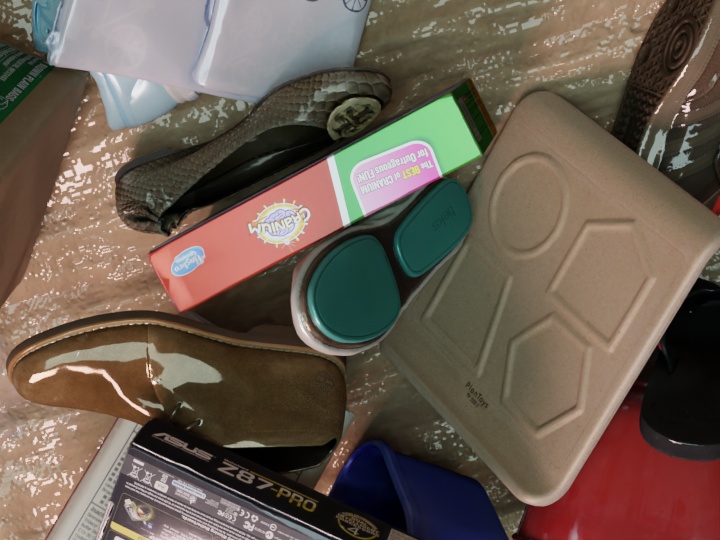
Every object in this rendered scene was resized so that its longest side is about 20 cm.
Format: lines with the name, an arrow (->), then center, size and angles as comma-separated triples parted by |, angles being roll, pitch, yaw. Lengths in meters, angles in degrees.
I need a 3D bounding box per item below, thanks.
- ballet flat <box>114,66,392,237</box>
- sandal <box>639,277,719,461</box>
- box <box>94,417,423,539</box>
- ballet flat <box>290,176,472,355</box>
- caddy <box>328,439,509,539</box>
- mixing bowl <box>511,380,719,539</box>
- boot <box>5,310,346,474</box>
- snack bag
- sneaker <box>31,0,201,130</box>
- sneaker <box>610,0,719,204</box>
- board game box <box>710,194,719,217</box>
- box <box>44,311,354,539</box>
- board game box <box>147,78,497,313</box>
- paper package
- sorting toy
ballet flat -> -0.068, -0.070, 1.030 | 0.198, 0.067, 0.047 | -22, 59, 17
sandal -> 0.203, 0.044, 0.975 | 0.074, 0.200, 0.046 | 7, 115, 11
box -> -0.059, 0.196, 0.924 | 0.198, 0.049, 0.162 | 23, 108, 4
ballet flat -> 0.000, 0.000, 0.981 | 0.069, 0.200, 0.070 | 14, 120, 25
caddy -> 0.017, 0.195, 1.041 | 0.104, 0.200, 0.142 | 16, 108, -17
mixing bowl -> 0.197, 0.128, 1.019 | 0.198, 0.200, 0.110 | 8, 85, 3
boot -> -0.105, 0.073, 0.947 | 0.198, 0.076, 0.074 | 3, 145, -7
snack bag -> -0.075, -0.195, 0.982 | 0.198, 0.021, 0.190 | 8, 107, -29
sneaker -> -0.180, -0.175, 1.016 | 0.082, 0.074, 0.201 | -31, 100, 7
sneaker -> 0.204, -0.093, 1.020 | 0.075, 0.071, 0.201 | 16, 110, -19
board game box -> 0.323, -0.042, 0.958 | 0.199, 0.046, 0.152 | 28, 83, 15
box -> -0.110, 0.144, 1.042 | 0.127, 0.109, 0.201 | 31, 81, -3
board game box -> -0.017, -0.049, 0.994 | 0.199, 0.153, 0.041 | -27, 95, 12
paper package -> -0.261, -0.026, 0.978 | 0.103, 0.201, 0.192 | 26, 124, -2
sorting toy -> 0.114, 0.014, 1.008 | 0.036, 0.185, 0.201 | 19, 109, -43
